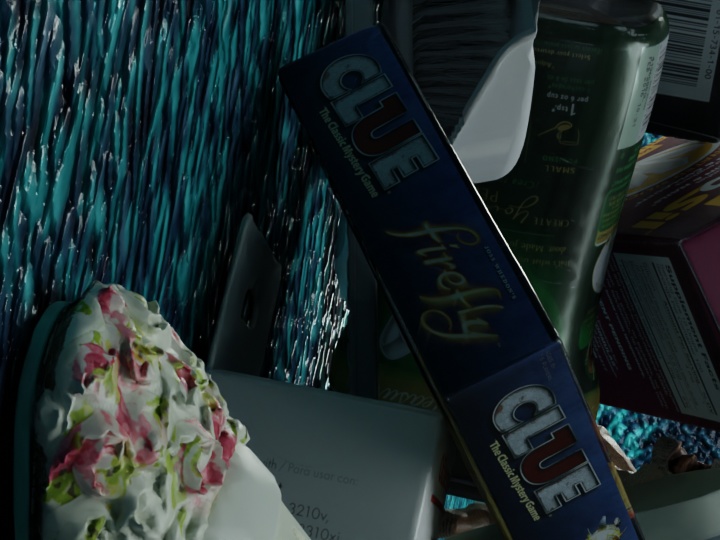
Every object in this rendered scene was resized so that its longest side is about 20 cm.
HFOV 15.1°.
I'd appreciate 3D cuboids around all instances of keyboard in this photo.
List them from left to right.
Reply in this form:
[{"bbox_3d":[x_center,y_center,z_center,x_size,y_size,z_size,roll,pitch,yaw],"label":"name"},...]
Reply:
[{"bbox_3d":[0.000,0.000,0.855,0.056,0.011,0.201,97,-8,-82],"label":"keyboard"}]

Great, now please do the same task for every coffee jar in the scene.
[{"bbox_3d":[0.048,-0.011,1.012,0.085,0.104,0.201,-54,155,-70],"label":"coffee jar"}]

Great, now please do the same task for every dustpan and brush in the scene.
[{"bbox_3d":[0.020,-0.057,0.913,0.200,0.057,0.140,91,-5,-48],"label":"dustpan and brush"}]

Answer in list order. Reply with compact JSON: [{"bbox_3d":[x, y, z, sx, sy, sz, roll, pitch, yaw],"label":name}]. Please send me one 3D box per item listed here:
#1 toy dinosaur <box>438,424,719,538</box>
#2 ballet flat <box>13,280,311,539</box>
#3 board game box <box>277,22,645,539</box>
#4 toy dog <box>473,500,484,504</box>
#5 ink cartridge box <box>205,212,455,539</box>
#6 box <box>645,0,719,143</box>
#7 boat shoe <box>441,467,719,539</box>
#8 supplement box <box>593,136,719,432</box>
[{"bbox_3d":[0.109,0.113,1.129,0.086,0.135,0.200,-60,159,-4],"label":"toy dinosaur"},{"bbox_3d":[-0.037,0.083,0.584,0.076,0.064,0.200,-72,170,-45],"label":"ballet flat"},{"bbox_3d":[0.043,0.041,0.785,0.136,0.035,0.200,63,-1,42],"label":"board game box"},{"bbox_3d":[0.045,0.042,1.274,0.200,0.096,0.132,156,-57,-79],"label":"toy dog"},{"bbox_3d":[-0.018,0.094,0.755,0.115,0.068,0.201,67,34,-82],"label":"ink cartridge box"},{"bbox_3d":[0.103,-0.163,1.104,0.115,0.132,0.201,-54,153,-80],"label":"box"},{"bbox_3d":[0.066,0.133,1.033,0.070,0.200,0.072,-24,94,-60],"label":"boat shoe"},{"bbox_3d":[0.146,-0.001,1.092,0.086,0.110,0.200,65,-15,-10],"label":"supplement box"}]
